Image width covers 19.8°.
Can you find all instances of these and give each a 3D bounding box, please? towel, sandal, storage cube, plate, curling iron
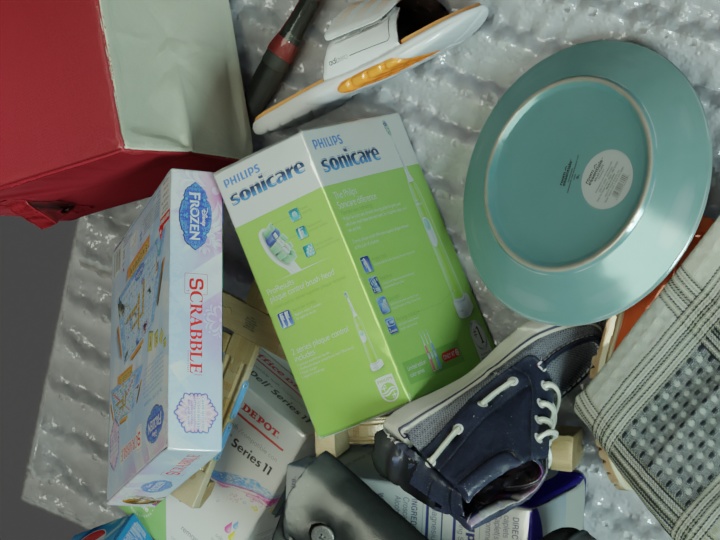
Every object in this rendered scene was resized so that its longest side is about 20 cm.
[{"bbox_3d":[0.238,0.069,1.287,0.200,0.034,0.193,-50,39,13],"label":"towel"},{"bbox_3d":[-0.006,-0.158,1.474,0.206,0.079,0.059,-24,89,32],"label":"sandal"},{"bbox_3d":[-0.206,-0.142,1.522,0.179,0.171,0.201,-15,81,30],"label":"storage cube"},{"bbox_3d":[0.145,-0.063,1.394,0.199,0.026,0.201,-14,68,36],"label":"plate"},{"bbox_3d":[-0.062,-0.168,1.536,0.050,0.025,0.201,46,124,38],"label":"curling iron"}]

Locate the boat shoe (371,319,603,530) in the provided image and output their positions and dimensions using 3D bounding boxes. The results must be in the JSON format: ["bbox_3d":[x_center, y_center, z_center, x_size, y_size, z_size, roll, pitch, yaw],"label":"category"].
[{"bbox_3d":[0.110,0.103,1.389,0.093,0.200,0.075,36,147,38],"label":"boat shoe"}]

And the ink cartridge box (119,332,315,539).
[{"bbox_3d":[-0.092,0.129,1.576,0.117,0.067,0.201,38,114,19],"label":"ink cartridge box"}]

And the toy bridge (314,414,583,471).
[{"bbox_3d":[0.064,0.118,1.487,0.199,0.067,0.027,1,100,21],"label":"toy bridge"}]

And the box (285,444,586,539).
[{"bbox_3d":[0.051,0.231,1.494,0.199,0.105,0.185,8,101,28],"label":"box"}]

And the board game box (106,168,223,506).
[{"bbox_3d":[-0.142,0.054,1.488,0.200,0.041,0.201,138,134,-65],"label":"board game box"}]

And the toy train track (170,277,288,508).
[{"bbox_3d":[-0.087,0.079,1.511,0.114,0.032,0.201,27,100,29],"label":"toy train track"}]

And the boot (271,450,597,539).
[{"bbox_3d":[0.044,0.188,1.401,0.200,0.066,0.165,39,112,23],"label":"boot"}]

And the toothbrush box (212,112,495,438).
[{"bbox_3d":[0.000,0.000,1.460,0.086,0.145,0.201,-22,88,30],"label":"toothbrush box"}]

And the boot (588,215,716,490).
[{"bbox_3d":[0.214,0.057,1.397,0.107,0.075,0.201,8,101,23],"label":"boot"}]

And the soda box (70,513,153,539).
[{"bbox_3d":[-0.158,0.291,1.604,0.068,0.064,0.200,-23,109,31],"label":"soda box"}]
